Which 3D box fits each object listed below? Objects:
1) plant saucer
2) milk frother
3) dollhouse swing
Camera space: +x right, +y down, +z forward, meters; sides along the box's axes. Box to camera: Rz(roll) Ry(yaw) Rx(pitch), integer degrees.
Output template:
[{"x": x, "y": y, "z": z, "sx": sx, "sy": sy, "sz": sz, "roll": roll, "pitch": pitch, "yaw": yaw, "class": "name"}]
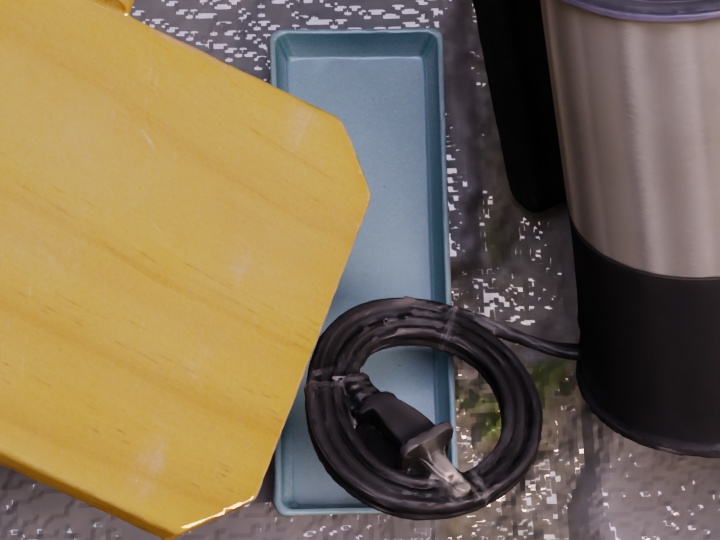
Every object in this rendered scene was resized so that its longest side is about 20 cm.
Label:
[{"x": 0.000, "y": 0.000, "z": 1.143, "sx": 0.069, "sy": 0.019, "sz": 0.201, "roll": 0, "pitch": 69, "yaw": -2, "class": "plant saucer"}, {"x": 0.077, "y": -0.026, "z": 1.048, "sx": 0.180, "sy": 0.189, "sz": 0.200, "roll": 16, "pitch": 42, "yaw": 34, "class": "milk frother"}, {"x": -0.128, "y": -0.001, "z": 1.108, "sx": 0.175, "sy": 0.181, "sz": 0.201, "roll": 30, "pitch": 68, "yaw": -25, "class": "dollhouse swing"}]
